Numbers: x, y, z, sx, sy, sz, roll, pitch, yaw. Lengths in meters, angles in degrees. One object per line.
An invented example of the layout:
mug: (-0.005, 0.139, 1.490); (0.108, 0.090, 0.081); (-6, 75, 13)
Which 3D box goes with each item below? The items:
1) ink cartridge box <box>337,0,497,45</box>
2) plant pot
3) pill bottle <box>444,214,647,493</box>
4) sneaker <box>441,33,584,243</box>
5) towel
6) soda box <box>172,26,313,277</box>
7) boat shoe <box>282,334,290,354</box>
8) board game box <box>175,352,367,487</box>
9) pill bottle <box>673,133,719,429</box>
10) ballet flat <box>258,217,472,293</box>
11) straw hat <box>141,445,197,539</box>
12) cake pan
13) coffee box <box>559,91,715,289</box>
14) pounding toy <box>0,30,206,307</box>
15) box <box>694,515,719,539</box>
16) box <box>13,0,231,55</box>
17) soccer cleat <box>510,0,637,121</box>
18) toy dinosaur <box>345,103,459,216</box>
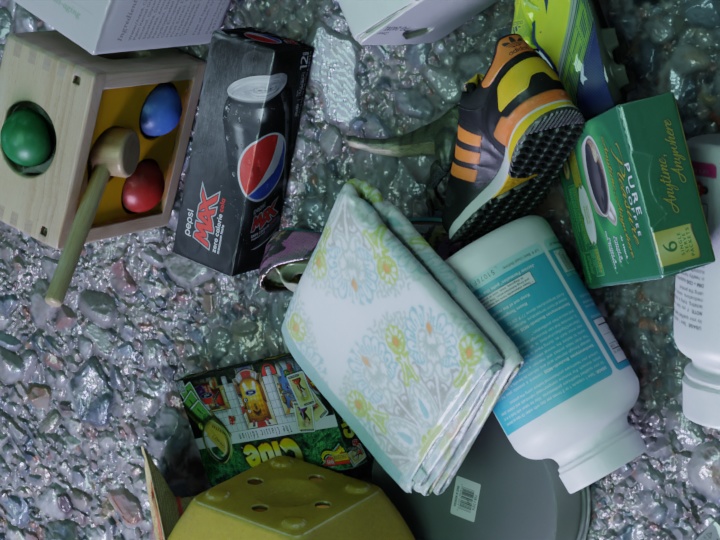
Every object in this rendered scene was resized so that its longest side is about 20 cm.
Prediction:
ink cartridge box: (0.021, -0.281, 1.342); (0.083, 0.145, 0.201); (-27, 84, 30)
plant pot: (-0.059, 0.270, 1.438); (0.193, 0.195, 0.201); (13, 113, 36)
pill bottle: (0.141, 0.067, 1.352); (0.111, 0.111, 0.201); (-34, 80, 31)
sneaker: (0.102, -0.098, 1.313); (0.090, 0.070, 0.200); (66, 156, 19)
towel: (0.027, 0.054, 1.355); (0.200, 0.048, 0.172); (49, 134, 22)
soda box: (-0.101, -0.101, 1.498); (0.070, 0.063, 0.201); (21, 110, 27)
boat shoe: (0.018, 0.066, 1.453); (0.199, 0.062, 0.075); (5, 116, 45)
board game box: (-0.080, 0.128, 1.519); (0.199, 0.023, 0.105); (-16, 97, 48)
pill bottle: (0.281, 0.007, 1.254); (0.113, 0.113, 0.201); (7, 102, 30)
ballet flat: (0.000, 0.000, 1.447); (0.199, 0.069, 0.071); (-1, 54, 33)
straw hat: (-0.136, 0.243, 1.565); (0.085, 0.201, 0.202); (-12, 94, -11)
cake pan: (0.092, 0.183, 1.448); (0.199, 0.037, 0.202); (6, 102, 30)
coffee box: (0.191, -0.052, 1.258); (0.044, 0.200, 0.124); (-14, 88, -7)
pounding toy: (-0.231, -0.094, 1.498); (0.142, 0.200, 0.185); (25, 111, 25)
box: (0.289, 0.222, 1.237); (0.113, 0.200, 0.102); (47, 118, 18)
box: (-0.204, -0.313, 1.458); (0.199, 0.171, 0.201); (35, 115, 22)
soccer cleat: (0.141, -0.204, 1.312); (0.083, 0.065, 0.201); (-19, 78, 18)
toy dinosaur: (0.079, -0.095, 1.403); (0.199, 0.047, 0.089); (-18, 86, 37)
